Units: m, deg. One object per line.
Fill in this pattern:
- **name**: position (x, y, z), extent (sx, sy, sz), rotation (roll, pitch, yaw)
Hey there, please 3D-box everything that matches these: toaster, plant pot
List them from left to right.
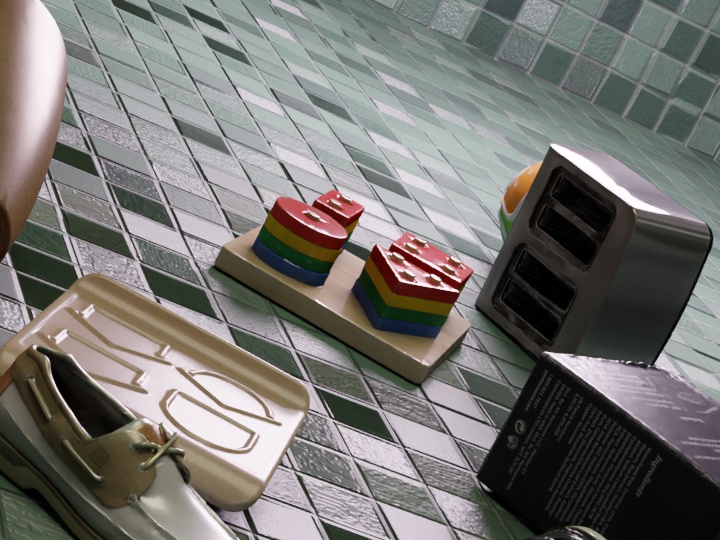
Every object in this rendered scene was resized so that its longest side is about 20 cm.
- **plant pot**: position (-0.288, -0.084, 1.601), extent (0.186, 0.187, 0.200), rotation (22, 29, -24)
- **toaster**: position (0.221, 0.002, 2.206), extent (0.118, 0.181, 0.200), rotation (12, 20, -39)

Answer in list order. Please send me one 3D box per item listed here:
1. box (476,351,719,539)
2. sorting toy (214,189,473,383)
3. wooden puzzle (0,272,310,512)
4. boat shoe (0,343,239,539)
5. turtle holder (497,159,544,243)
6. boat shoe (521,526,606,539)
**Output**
- **box**: position (0.230, 0.165, 1.770), extent (0.200, 0.118, 0.196), rotation (37, 16, 34)
- **sorting toy**: position (0.000, 0.000, 2.013), extent (0.199, 0.070, 0.199), rotation (30, 14, 7)
- **wooden puzzle**: position (-0.135, 0.084, 1.531), extent (0.185, 0.046, 0.200), rotation (28, 19, 1)
- **boat shoe**: position (-0.137, 0.117, 1.352), extent (0.200, 0.069, 0.075), rotation (33, 15, 18)
- **turtle holder**: position (0.224, -0.042, 2.433), extent (0.185, 0.141, 0.132), rotation (16, 17, -36)
- **boat shoe**: position (0.171, 0.226, 1.540), extent (0.066, 0.075, 0.199), rotation (12, 21, -41)
